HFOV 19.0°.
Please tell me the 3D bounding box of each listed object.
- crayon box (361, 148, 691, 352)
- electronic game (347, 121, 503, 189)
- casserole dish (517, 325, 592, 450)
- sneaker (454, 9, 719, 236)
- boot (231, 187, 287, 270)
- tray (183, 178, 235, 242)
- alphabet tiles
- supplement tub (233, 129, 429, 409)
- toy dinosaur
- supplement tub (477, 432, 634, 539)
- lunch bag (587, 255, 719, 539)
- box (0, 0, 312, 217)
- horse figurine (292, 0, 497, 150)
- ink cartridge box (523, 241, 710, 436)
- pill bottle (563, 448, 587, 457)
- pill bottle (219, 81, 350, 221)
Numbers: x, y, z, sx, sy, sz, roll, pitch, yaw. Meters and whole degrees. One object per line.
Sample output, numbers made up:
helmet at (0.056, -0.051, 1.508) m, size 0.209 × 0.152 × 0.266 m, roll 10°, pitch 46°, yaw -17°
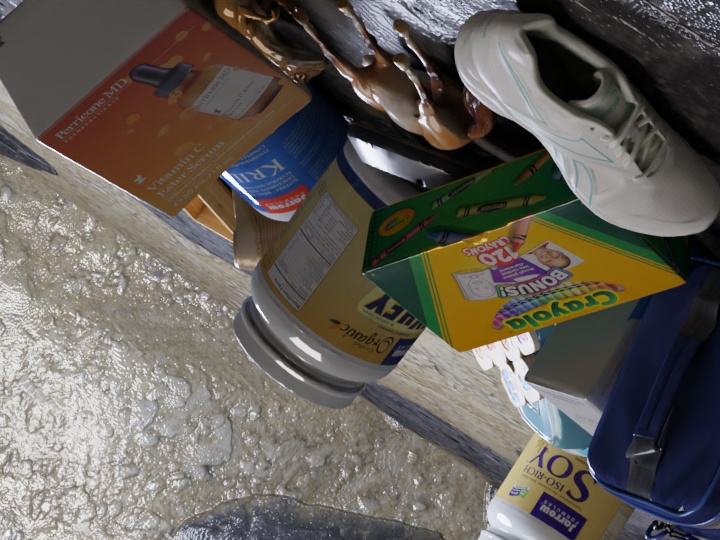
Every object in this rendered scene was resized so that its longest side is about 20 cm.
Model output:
crayon box at (0.116, -0.017, 1.503) m, size 0.200 × 0.058 × 0.119 m, roll -19°, pitch 137°, yaw 35°
electronic game at (0.084, -0.069, 1.605) m, size 0.200 × 0.042 × 0.200 m, roll 22°, pitch -177°, yaw -1°
casserole dish at (0.157, 0.074, 1.892) m, size 0.121 × 0.039 × 0.200 m, roll -137°, pitch 29°, yaw -64°
sneaker at (0.146, -0.086, 1.304) m, size 0.200 × 0.071 × 0.080 m, roll 37°, pitch 168°, yaw -17°
boot at (-0.034, -0.054, 1.979) m, size 0.166 × 0.073 × 0.200 m, roll -4°, pitch -151°, yaw -1°
tray at (-0.192, -0.091, 2.611) m, size 0.099 × 0.037 × 0.200 m, roll 29°, pitch 171°, yaw 25°
alphabet tiles at (0.110, 0.023, 1.870) m, size 0.200 × 0.015 × 0.196 m, roll 65°, pitch 167°, yaw 4°
supplement tub at (0.000, 0.000, 1.756) m, size 0.144 × 0.200 × 0.144 m, roll 32°, pitch -161°, yaw -13°
toy dinosaur at (-0.104, -0.209, 1.514) m, size 0.200 × 0.060 × 0.106 m, roll 49°, pitch 154°, yaw 12°
supplement tub at (0.234, 0.261, 2.444) m, size 0.145 × 0.200 × 0.145 m, roll 32°, pitch 171°, yaw 6°
lunch bag at (0.246, 0.097, 1.475) m, size 0.132 × 0.200 × 0.136 m, roll 27°, pitch 174°, yaw -34°
box at (-0.158, -0.150, 1.605) m, size 0.106 × 0.152 × 0.200 m, roll 56°, pitch -167°, yaw 27°
horse figurine at (0.036, -0.132, 1.519) m, size 0.200 × 0.050 × 0.133 m, roll 27°, pitch 164°, yaw 49°
ink cartridge box at (0.242, 0.079, 1.604) m, size 0.200 × 0.146 × 0.084 m, roll 37°, pitch 169°, yaw -30°
pill bottle at (0.229, 0.121, 1.997) m, size 0.111 × 0.111 × 0.200 m, roll 35°, pitch 172°, yaw -11°
pill bottle at (-0.071, -0.110, 1.816) m, size 0.112 × 0.112 × 0.200 m, roll 26°, pitch 169°, yaw 42°
